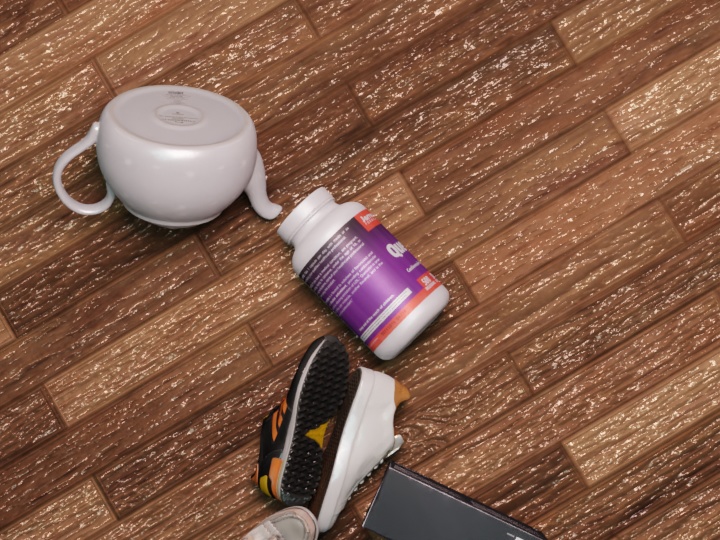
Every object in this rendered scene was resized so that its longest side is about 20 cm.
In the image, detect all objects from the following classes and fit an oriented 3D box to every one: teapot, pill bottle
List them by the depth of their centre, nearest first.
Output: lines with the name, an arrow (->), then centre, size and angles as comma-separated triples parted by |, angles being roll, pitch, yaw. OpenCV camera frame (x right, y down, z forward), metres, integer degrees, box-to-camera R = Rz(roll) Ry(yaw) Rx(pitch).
pill bottle -> 0.000, 0.000, 1.649 | 0.112, 0.112, 0.200 | -45, 86, -2
teapot -> -0.219, -0.115, 1.651 | 0.200, 0.197, 0.146 | 27, 125, 24

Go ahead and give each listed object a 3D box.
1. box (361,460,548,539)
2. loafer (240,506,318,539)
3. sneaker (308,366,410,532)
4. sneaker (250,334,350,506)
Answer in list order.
box -> 0.107, 0.292, 1.608 | 0.200, 0.141, 0.079 | 25, 89, 4
loafer -> -0.132, 0.343, 1.622 | 0.200, 0.063, 0.072 | -40, 78, 19
sneaker -> 0.003, 0.218, 1.653 | 0.084, 0.073, 0.200 | 19, 97, -17
sneaker -> -0.080, 0.166, 1.654 | 0.090, 0.070, 0.201 | 12, 86, 45
